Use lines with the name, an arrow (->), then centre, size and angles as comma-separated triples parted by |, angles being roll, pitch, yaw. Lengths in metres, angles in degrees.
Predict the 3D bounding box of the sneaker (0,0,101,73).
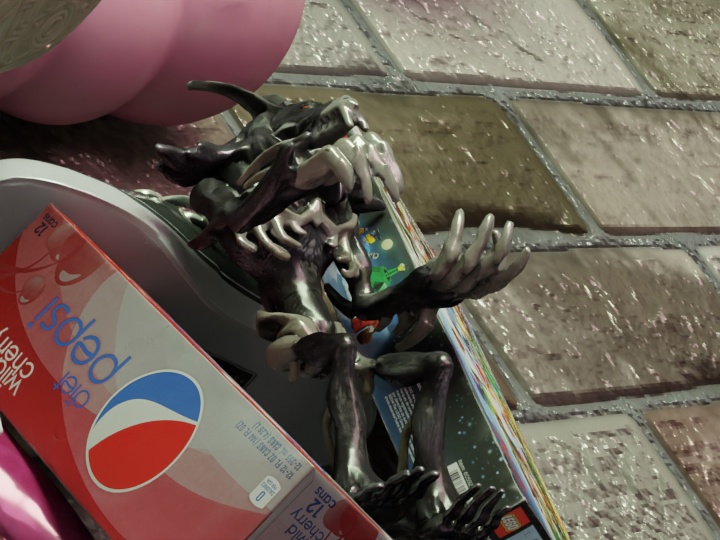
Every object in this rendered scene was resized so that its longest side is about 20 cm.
sneaker -> -0.176, -0.108, 1.005 | 0.200, 0.077, 0.111 | -40, 77, -18

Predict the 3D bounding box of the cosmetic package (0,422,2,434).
cosmetic package -> -0.200, -0.030, 0.825 | 0.151, 0.052, 0.201 | -13, 88, -45

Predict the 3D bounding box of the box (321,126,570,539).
box -> 0.032, 0.049, 1.108 | 0.200, 0.038, 0.137 | 66, 6, 35

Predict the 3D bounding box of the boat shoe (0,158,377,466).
boat shoe -> -0.075, 0.005, 1.062 | 0.199, 0.074, 0.068 | 26, 26, -32

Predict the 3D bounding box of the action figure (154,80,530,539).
action figure -> 0.000, 0.000, 0.999 | 0.119, 0.102, 0.200 | 17, 47, -49

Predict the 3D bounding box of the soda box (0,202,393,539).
soda box -> -0.065, 0.057, 0.925 | 0.070, 0.063, 0.200 | 46, -4, -39

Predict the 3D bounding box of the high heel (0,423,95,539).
high heel -> -0.075, 0.115, 0.921 | 0.200, 0.067, 0.096 | 27, 40, -2

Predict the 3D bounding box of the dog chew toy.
dog chew toy -> -0.114, -0.114, 1.129 | 0.200, 0.125, 0.125 | -15, 62, -49
